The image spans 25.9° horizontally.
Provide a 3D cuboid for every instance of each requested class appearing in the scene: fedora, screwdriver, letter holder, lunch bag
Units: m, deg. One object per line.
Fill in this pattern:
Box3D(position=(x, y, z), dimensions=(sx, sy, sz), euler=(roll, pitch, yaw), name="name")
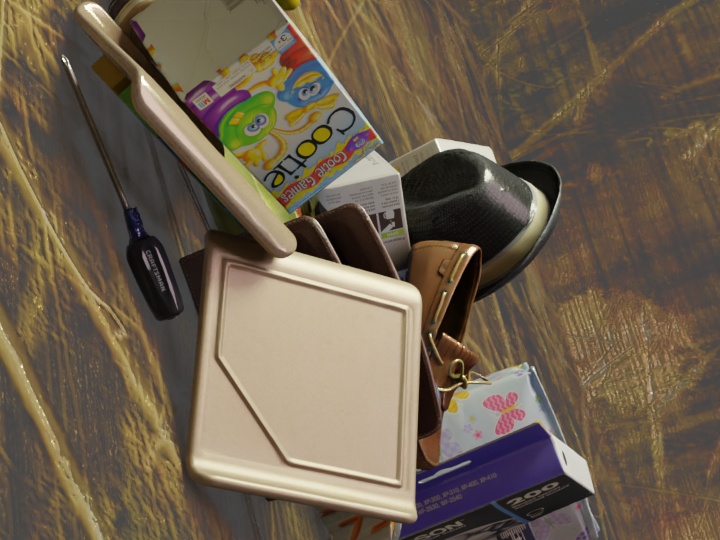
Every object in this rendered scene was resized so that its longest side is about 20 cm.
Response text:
Box3D(position=(0.089, -0.055, 1.465), dimensions=(0.092, 0.200, 0.201), euler=(44, 23, -28), name="fedora")
Box3D(position=(-0.167, -0.059, 1.106), dimensions=(0.028, 0.029, 0.200), euler=(-44, 117, -77), name="screwdriver")
Box3D(position=(-0.032, 0.058, 1.234), dimensions=(0.101, 0.142, 0.200), euler=(-7, 76, -76), name="letter holder")
Box3D(position=(0.135, 0.215, 1.592), dimensions=(0.127, 0.169, 0.200), euler=(-63, 133, -89), name="lunch bag")

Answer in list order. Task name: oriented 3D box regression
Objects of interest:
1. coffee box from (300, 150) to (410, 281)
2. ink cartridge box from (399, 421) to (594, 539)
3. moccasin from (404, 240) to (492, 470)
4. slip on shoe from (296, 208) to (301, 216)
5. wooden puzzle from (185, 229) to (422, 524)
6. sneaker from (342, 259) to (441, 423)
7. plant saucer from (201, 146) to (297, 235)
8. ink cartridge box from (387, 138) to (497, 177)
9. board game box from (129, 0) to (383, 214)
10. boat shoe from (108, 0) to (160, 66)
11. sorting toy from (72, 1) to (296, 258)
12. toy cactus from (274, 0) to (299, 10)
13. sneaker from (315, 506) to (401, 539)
Box3D(position=(0.000, 0.000, 1.442), dimensions=(0.113, 0.080, 0.201), euler=(-130, -151, -69), name="coffee box")
Box3D(position=(0.102, 0.209, 1.428), dimensions=(0.200, 0.198, 0.043), euler=(40, 28, -63), name="ink cartridge box")
Box3D(position=(0.071, 0.073, 1.355), dimensions=(0.074, 0.078, 0.202), euler=(48, 49, -56), name="moccasin")
Box3D(position=(-0.039, -0.041, 1.562), dimensions=(0.074, 0.061, 0.200), euler=(52, 22, -57), name="slip on shoe")
Box3D(position=(-0.040, 0.080, 1.148), dimensions=(0.185, 0.037, 0.200), euler=(16, 60, -27), name="wooden puzzle")
Box3D(position=(-0.004, 0.043, 1.300), dimensions=(0.200, 0.066, 0.079), euler=(53, -17, 24), name="sneaker")
Box3D(position=(-0.101, -0.063, 1.404), dimensions=(0.200, 0.031, 0.200), euler=(-21, 90, -77), name="plant saucer")
Box3D(position=(0.050, -0.037, 1.664), dimensions=(0.125, 0.200, 0.129), euler=(1, 66, -58), name="ink cartridge box")
Box3D(position=(-0.081, -0.151, 1.274), dimensions=(0.105, 0.103, 0.200), euler=(55, 5, 33), name="board game box")
Box3D(position=(-0.164, -0.216, 1.320), dimensions=(0.065, 0.072, 0.200), euler=(49, 18, 10), name="boat shoe")
Box3D(position=(-0.138, -0.103, 1.172), dimensions=(0.185, 0.036, 0.200), euler=(48, 2, -34), name="sorting toy")
Box3D(position=(-0.096, -0.196, 1.497), dimensions=(0.165, 0.102, 0.200), euler=(35, -28, 51), name="toy cactus")
Box3D(position=(0.000, 0.150, 1.338), dimensions=(0.077, 0.078, 0.200), euler=(23, 45, -53), name="sneaker")
